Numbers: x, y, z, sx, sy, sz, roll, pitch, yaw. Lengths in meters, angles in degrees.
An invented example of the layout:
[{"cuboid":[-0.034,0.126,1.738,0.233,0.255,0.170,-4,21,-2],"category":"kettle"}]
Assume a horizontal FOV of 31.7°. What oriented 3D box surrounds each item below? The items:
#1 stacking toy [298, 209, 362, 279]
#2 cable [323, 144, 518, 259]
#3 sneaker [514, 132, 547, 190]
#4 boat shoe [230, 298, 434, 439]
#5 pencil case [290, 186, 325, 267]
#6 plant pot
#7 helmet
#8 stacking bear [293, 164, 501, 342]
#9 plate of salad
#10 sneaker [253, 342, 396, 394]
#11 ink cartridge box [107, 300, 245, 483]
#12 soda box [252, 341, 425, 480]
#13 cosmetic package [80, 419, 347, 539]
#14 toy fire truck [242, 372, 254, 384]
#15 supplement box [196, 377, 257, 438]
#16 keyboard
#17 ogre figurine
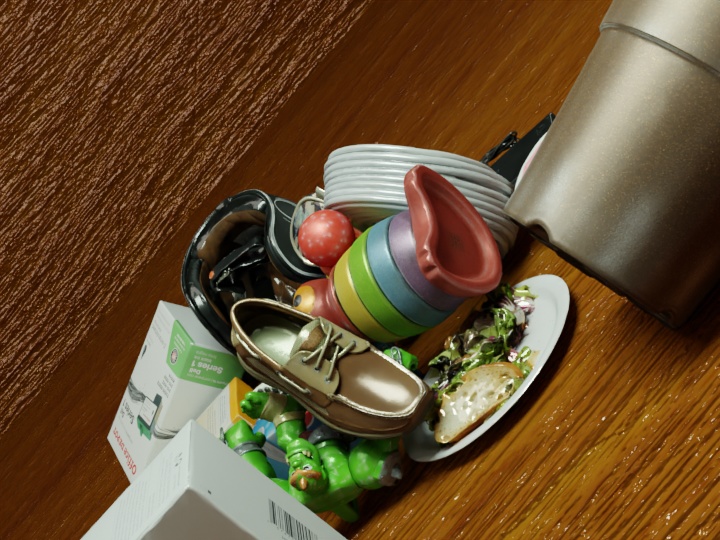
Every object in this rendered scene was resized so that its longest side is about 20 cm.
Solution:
[{"cuboid":[0.000,0.000,1.250,0.085,0.200,0.086,-10,66,23],"category":"stacking toy"},{"cuboid":[0.058,-0.062,1.244,0.200,0.199,0.070,117,165,-78],"category":"cable"},{"cuboid":[0.220,-0.110,1.131,0.200,0.075,0.105,-42,11,10],"category":"sneaker"},{"cuboid":[-0.034,0.078,1.060,0.199,0.074,0.076,19,62,31],"category":"boat shoe"},{"cuboid":[0.014,-0.068,1.399,0.200,0.078,0.090,-25,-32,-47],"category":"pencil case"},{"cuboid":[0.214,-0.080,0.888,0.199,0.200,0.200,-56,14,5],"category":"plant pot"},{"cuboid":[-0.092,0.019,1.471,0.200,0.191,0.200,-29,40,27],"category":"helmet"},{"cuboid":[0.017,0.016,1.142,0.200,0.114,0.122,-33,50,32],"category":"stacking bear"},{"cuboid":[0.098,0.076,1.085,0.200,0.048,0.200,-46,15,16],"category":"plate of salad"},{"cuboid":[-0.036,0.102,1.352,0.200,0.078,0.090,-28,13,40],"category":"sneaker"},{"cuboid":[-0.227,0.161,1.563,0.146,0.084,0.201,39,109,59],"category":"ink cartridge box"},{"cuboid":[-0.029,0.143,1.244,0.200,0.068,0.064,-36,20,41],"category":"soda box"},{"cuboid":[-0.117,0.261,0.954,0.200,0.199,0.123,-47,16,7],"category":"cosmetic package"},{"cuboid":[-0.109,0.030,1.680,0.176,0.129,0.200,-32,11,50],"category":"toy fire truck"},{"cuboid":[-0.179,0.233,1.441,0.200,0.073,0.126,-47,15,7],"category":"supplement box"},{"cuboid":[0.149,-0.102,1.429,0.200,0.021,0.127,-41,23,25],"category":"keyboard"},{"cuboid":[-0.032,0.153,1.113,0.199,0.098,0.120,-16,56,3],"category":"ogre figurine"}]
